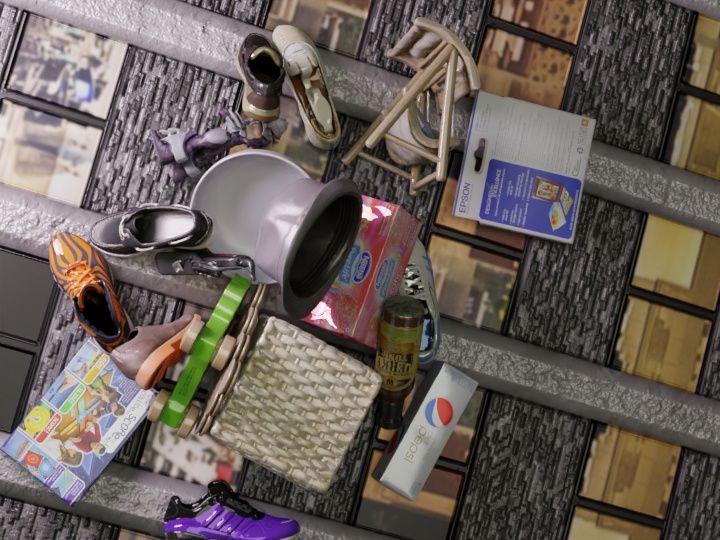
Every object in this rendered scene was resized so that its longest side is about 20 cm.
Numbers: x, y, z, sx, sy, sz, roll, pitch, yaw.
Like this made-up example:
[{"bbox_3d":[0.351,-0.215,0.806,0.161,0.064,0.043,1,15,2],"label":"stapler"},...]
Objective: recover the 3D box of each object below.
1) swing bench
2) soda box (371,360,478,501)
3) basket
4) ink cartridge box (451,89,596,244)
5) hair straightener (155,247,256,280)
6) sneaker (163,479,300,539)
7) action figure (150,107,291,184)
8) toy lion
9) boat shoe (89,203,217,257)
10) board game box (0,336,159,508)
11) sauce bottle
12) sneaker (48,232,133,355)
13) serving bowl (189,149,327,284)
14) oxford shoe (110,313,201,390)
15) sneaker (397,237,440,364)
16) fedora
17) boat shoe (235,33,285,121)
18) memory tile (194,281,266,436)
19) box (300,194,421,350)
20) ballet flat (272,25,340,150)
[{"bbox_3d":[0.081,-0.232,1.679,0.129,0.199,0.202,24,84,-8],"label":"swing bench"},{"bbox_3d":[0.095,0.236,1.724,0.063,0.068,0.201,31,82,-8],"label":"soda box"},{"bbox_3d":[-0.096,0.190,1.648,0.199,0.161,0.200,29,82,-9],"label":"basket"},{"bbox_3d":[0.248,-0.157,1.785,0.198,0.047,0.200,13,86,-8],"label":"ink cartridge box"},{"bbox_3d":[-0.221,-0.001,1.615,0.077,0.199,0.041,-24,115,-43],"label":"hair straightener"},{"bbox_3d":[-0.184,0.350,1.669,0.197,0.070,0.101,0,85,-11],"label":"sneaker"},{"bbox_3d":[-0.192,-0.190,1.669,0.198,0.130,0.070,-17,75,3],"label":"action figure"},{"bbox_3d":[-0.213,0.107,1.631,0.068,0.192,0.201,27,115,-4],"label":"toy lion"},{"bbox_3d":[-0.301,-0.058,1.634,0.198,0.060,0.075,2,80,20],"label":"boat shoe"},{"bbox_3d":[-0.394,0.214,1.655,0.135,0.034,0.201,40,82,-6],"label":"board game box"},{"bbox_3d":[0.053,0.137,1.688,0.064,0.065,0.202,0,117,-10],"label":"sauce bottle"},{"bbox_3d":[-0.376,0.019,1.614,0.077,0.112,0.201,-33,76,-11],"label":"sneaker"},{"bbox_3d":[-0.144,-0.084,1.678,0.197,0.066,0.202,1,114,3],"label":"serving bowl"},{"bbox_3d":[-0.278,0.094,1.610,0.072,0.200,0.072,31,109,3],"label":"oxford shoe"},{"bbox_3d":[0.083,0.038,1.731,0.071,0.072,0.203,-9,88,-9],"label":"sneaker"},{"bbox_3d":[-0.081,-0.045,1.579,0.090,0.177,0.202,27,88,23],"label":"fedora"},{"bbox_3d":[-0.135,-0.287,1.655,0.072,0.201,0.065,8,129,-19],"label":"boat shoe"},{"bbox_3d":[-0.177,0.122,1.604,0.017,0.154,0.201,25,43,-10],"label":"memory tile"},{"bbox_3d":[0.000,0.000,1.687,0.102,0.095,0.202,18,84,27],"label":"box"},{"bbox_3d":[-0.072,-0.277,1.723,0.067,0.062,0.202,-23,91,-11],"label":"ballet flat"}]
